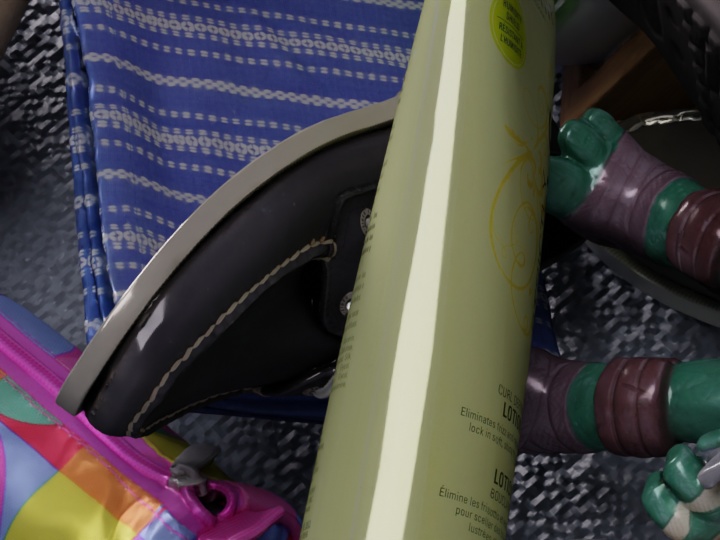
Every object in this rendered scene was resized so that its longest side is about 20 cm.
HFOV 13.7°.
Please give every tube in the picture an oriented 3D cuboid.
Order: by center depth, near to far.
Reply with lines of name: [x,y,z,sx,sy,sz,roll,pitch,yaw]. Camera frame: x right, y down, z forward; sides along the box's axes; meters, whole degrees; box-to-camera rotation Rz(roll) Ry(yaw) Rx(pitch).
tube: [0.024,-0.003,0.753,0.052,0.058,0.200,17,70,-19]

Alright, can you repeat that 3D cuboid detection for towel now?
towel: [-0.016,-0.039,0.875,0.145,0.024,0.200,7,53,-23]

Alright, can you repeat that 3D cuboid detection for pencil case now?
pencil case: [-0.100,0.051,0.855,0.200,0.088,0.088,33,73,30]

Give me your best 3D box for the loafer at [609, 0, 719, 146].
loafer: [0.089,-0.096,0.744,0.071,0.073,0.200,-28,61,-7]

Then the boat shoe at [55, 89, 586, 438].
boat shoe: [0.000,0.000,0.792,0.063,0.073,0.200,44,40,10]

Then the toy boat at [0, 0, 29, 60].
toy boat: [-0.194,-0.101,0.921,0.200,0.131,0.131,-3,58,40]

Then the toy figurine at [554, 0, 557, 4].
toy figurine: [-0.029,-0.163,0.886,0.184,0.150,0.200,12,28,-9]

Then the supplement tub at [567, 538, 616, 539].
supplement tub: [0.133,0.130,0.713,0.200,0.123,0.123,2,60,17]

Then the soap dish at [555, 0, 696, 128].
soap dish: [0.126,-0.143,0.852,0.081,0.200,0.157,20,57,-19]

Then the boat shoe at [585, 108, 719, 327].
boat shoe: [0.152,-0.016,0.833,0.202,0.060,0.072,13,64,23]

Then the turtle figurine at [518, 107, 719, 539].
turtle figurine: [0.119,0.019,0.748,0.200,0.101,0.150,10,55,46]
